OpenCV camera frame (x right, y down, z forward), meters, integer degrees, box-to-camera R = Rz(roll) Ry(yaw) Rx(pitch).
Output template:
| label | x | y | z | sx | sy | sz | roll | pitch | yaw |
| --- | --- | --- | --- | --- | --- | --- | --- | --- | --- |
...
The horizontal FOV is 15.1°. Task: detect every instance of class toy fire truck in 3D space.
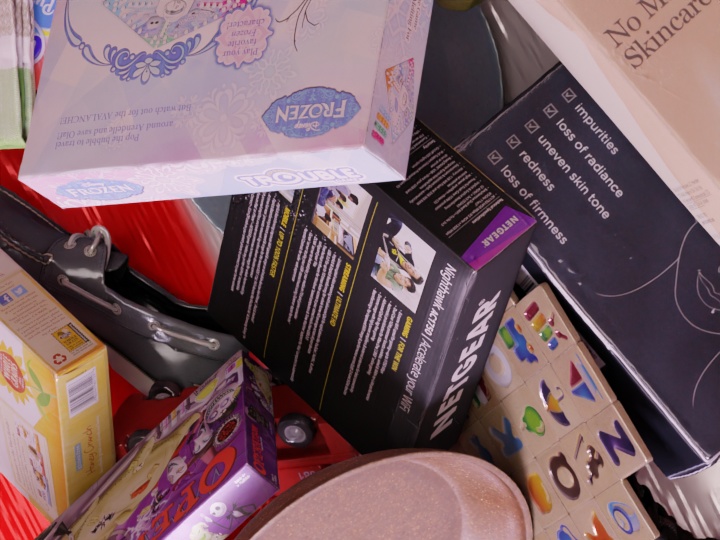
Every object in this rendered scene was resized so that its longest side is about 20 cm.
| label | x | y | z | sx | sy | sz | roll | pitch | yaw |
| --- | --- | --- | --- | --- | --- | --- | --- | --- | --- |
| toy fire truck | -0.028 | 0.121 | 1.498 | 0.199 | 0.049 | 0.142 | -8 | 126 | 21 |

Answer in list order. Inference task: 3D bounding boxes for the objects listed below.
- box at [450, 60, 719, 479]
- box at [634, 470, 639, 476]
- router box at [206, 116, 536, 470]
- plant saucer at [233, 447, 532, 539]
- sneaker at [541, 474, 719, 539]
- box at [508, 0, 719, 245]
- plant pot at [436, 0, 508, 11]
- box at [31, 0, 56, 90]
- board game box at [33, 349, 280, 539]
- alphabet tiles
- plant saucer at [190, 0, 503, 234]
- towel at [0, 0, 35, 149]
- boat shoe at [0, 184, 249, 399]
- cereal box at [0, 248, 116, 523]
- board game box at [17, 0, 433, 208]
| label | x | y | z | sx | sy | sz | roll | pitch | yaw |
| --- | --- | --- | --- | --- | --- | --- | --- | --- | --- |
| box | 0.174 | -0.035 | 1.365 | 0.196 | 0.124 | 0.200 | -39 | 86 | -7 |
| box | 0.068 | 0.036 | 1.469 | 0.199 | 0.032 | 0.122 | 16 | 119 | 7 |
| router box | 0.000 | 0.000 | 1.365 | 0.149 | 0.051 | 0.200 | 42 | 147 | 18 |
| plant saucer | -0.006 | 0.162 | 1.391 | 0.201 | 0.200 | 0.037 | -55 | 44 | 17 |
| sneaker | 0.162 | 0.141 | 1.450 | 0.111 | 0.073 | 0.201 | -12 | 116 | 10 |
| box | 0.145 | -0.116 | 1.267 | 0.095 | 0.078 | 0.200 | -42 | 91 | -6 |
| plant pot | 0.075 | -0.239 | 1.377 | 0.199 | 0.200 | 0.185 | -14 | 106 | 18 |
| box | -0.144 | -0.148 | 1.459 | 0.199 | 0.102 | 0.095 | 25 | 108 | 33 |
| board game box | -0.121 | 0.139 | 1.409 | 0.200 | 0.120 | 0.032 | -42 | 116 | 15 |
| alphabet tiles | 0.082 | 0.080 | 1.383 | 0.006 | 0.200 | 0.167 | -28 | 82 | -26 |
| plant saucer | -0.014 | -0.099 | 1.492 | 0.200 | 0.039 | 0.203 | 3 | 101 | 16 |
| towel | -0.227 | -0.164 | 1.446 | 0.149 | 0.031 | 0.202 | 1 | 95 | 41 |
| boat shoe | -0.147 | 0.002 | 1.530 | 0.200 | 0.073 | 0.062 | 38 | 116 | 0 |
| cereal box | -0.209 | 0.041 | 1.501 | 0.200 | 0.039 | 0.144 | 41 | 148 | 31 |
| board game box | -0.057 | -0.134 | 1.293 | 0.199 | 0.043 | 0.200 | -3 | 66 | 32 |
